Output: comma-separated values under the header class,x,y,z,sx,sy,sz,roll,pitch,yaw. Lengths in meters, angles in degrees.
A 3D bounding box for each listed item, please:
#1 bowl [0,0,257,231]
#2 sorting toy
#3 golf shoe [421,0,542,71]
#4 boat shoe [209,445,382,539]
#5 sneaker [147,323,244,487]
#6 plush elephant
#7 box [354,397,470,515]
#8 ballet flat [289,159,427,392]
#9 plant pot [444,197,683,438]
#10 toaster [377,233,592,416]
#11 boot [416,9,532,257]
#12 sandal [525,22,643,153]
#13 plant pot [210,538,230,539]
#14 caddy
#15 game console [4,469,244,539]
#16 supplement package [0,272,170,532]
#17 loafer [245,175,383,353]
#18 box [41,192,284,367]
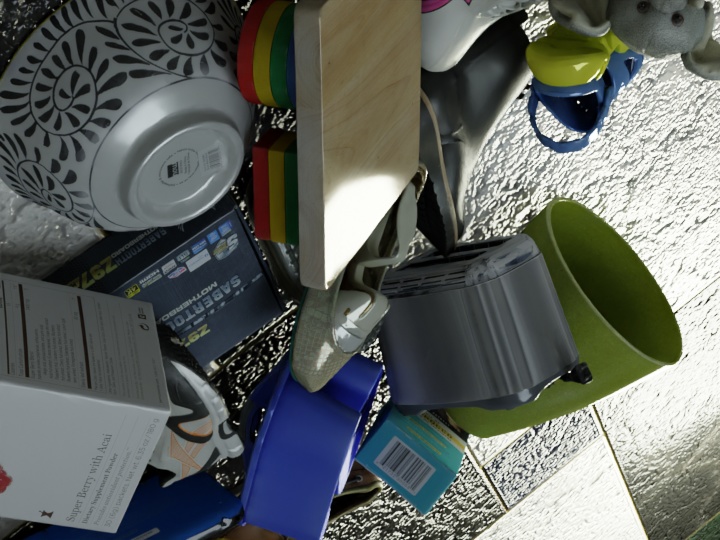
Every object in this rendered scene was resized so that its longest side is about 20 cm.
class,x,y,z,sx,sy,sz,roll,pitch,yaw
bowl,-0.138,-0.091,1.128,0.200,0.094,0.201,-27,147,-20
sorting toy,-0.021,-0.123,1.161,0.200,0.069,0.200,-53,148,-55
golf shoe,0.102,-0.219,1.227,0.072,0.092,0.200,-1,132,-48
boat shoe,-0.072,0.231,1.615,0.200,0.068,0.072,-32,150,-12
sneaker,-0.144,0.112,1.296,0.080,0.074,0.200,-32,150,-10
plush elephant,0.232,-0.232,1.271,0.164,0.155,0.200,11,153,-1
box,0.052,0.156,1.555,0.049,0.082,0.200,-51,179,11
ballet flat,0.000,0.000,1.296,0.067,0.062,0.201,22,83,-53
plant pot,0.165,0.065,1.586,0.200,0.188,0.187,-39,151,26
toaster,0.098,0.047,1.452,0.113,0.200,0.130,-27,103,-41
boot,0.094,-0.109,1.376,0.138,0.077,0.200,-37,149,-15
sandal,0.176,-0.150,1.349,0.200,0.079,0.087,-33,129,-60
plant pot,-0.143,0.327,1.533,0.142,0.200,0.200,-47,148,10
caddy,-0.056,0.144,1.473,0.142,0.105,0.200,-63,172,-49
game console,-0.210,0.258,1.466,0.199,0.171,0.119,-25,118,-24
supplement package,-0.246,0.083,1.138,0.199,0.120,0.122,12,124,-23
loafer,-0.048,-0.008,1.342,0.075,0.069,0.200,-55,138,-29
box,-0.165,0.033,1.292,0.200,0.051,0.158,-34,149,-10
